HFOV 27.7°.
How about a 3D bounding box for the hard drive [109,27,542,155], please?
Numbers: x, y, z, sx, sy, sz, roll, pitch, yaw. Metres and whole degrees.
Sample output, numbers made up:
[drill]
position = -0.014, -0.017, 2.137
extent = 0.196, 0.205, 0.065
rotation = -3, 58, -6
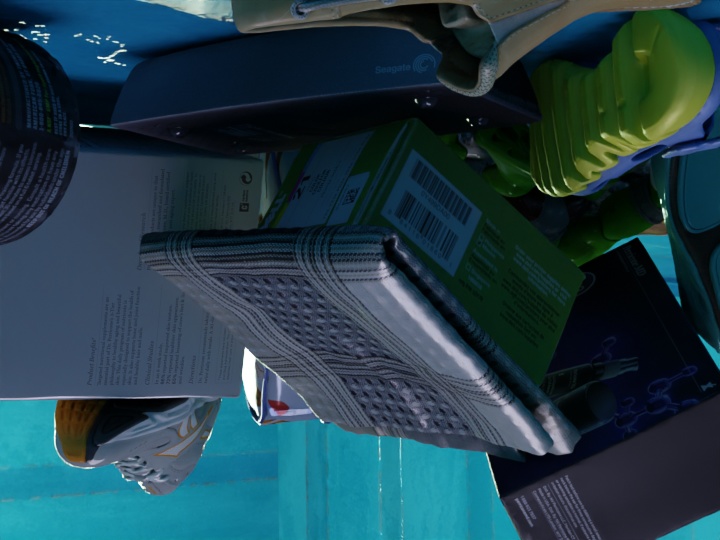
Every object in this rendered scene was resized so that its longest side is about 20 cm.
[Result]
[hard drive]
position = -0.018, -0.094, 0.777
extent = 0.199, 0.043, 0.135
rotation = -4, 175, 28

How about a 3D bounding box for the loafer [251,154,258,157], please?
[loafer]
position = -0.100, -0.052, 1.109
extent = 0.199, 0.069, 0.076
rotation = -3, 175, 26

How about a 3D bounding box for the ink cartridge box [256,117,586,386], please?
[ink cartridge box]
position = 0.000, 0.000, 0.825
extent = 0.148, 0.076, 0.200
rotation = 40, 154, -28

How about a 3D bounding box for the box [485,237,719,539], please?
[box]
position = 0.143, 0.078, 0.881
extent = 0.141, 0.079, 0.200
rotation = -25, -155, 6

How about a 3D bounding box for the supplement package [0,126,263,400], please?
[supplement package]
position = -0.186, -0.011, 0.910
extent = 0.199, 0.152, 0.151
rotation = 1, -169, -28

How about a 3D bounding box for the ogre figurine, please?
[ogre figurine]
position = 0.110, -0.047, 0.943
extent = 0.199, 0.098, 0.120
rotation = -10, 153, -29

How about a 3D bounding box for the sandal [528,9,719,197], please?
[sandal]
position = 0.150, -0.083, 0.767
extent = 0.087, 0.080, 0.200
rotation = -3, 178, -19

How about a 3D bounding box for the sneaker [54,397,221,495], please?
[sneaker]
position = -0.138, 0.112, 0.959
extent = 0.075, 0.092, 0.200
rotation = 10, -170, 17

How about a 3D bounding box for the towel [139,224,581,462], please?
[towel]
position = -0.002, 0.044, 0.779
extent = 0.192, 0.035, 0.200
rotation = 0, 146, 44

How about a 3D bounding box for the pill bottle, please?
[pill bottle]
position = -0.222, -0.071, 0.636
extent = 0.106, 0.107, 0.200
rotation = -3, 174, 27

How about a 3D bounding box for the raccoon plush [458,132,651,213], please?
[raccoon plush]
position = 0.129, -0.067, 1.091
extent = 0.097, 0.134, 0.200
rotation = -36, -176, 42

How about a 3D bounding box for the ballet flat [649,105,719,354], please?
[ballet flat]
position = 0.205, -0.035, 0.880
extent = 0.067, 0.201, 0.070
rotation = -27, -151, -15

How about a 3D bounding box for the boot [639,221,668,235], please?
[boot]
position = 0.247, -0.050, 1.285
extent = 0.199, 0.066, 0.175
rotation = -6, 161, 40

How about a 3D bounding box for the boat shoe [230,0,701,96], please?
[boat shoe]
position = 0.042, -0.099, 0.520
extent = 0.199, 0.077, 0.072
rotation = 1, 175, -24

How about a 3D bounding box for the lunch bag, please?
[lunch bag]
position = -0.040, -0.001, 0.999
extent = 0.075, 0.161, 0.200
rotation = 1, 139, -15
